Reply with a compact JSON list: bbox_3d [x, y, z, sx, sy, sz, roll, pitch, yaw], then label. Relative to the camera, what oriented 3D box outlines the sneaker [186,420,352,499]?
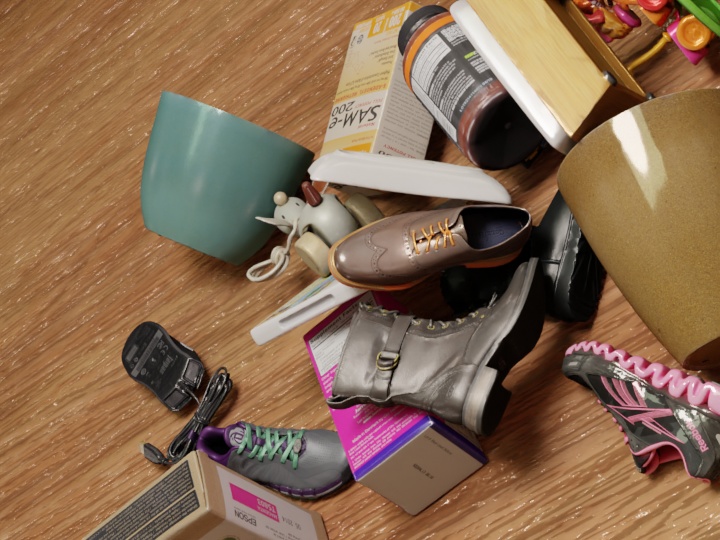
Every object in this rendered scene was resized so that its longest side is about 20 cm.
[{"bbox_3d":[-0.095,0.195,1.454,0.198,0.087,0.075,-9,58,39],"label":"sneaker"}]

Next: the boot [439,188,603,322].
[{"bbox_3d":[0.172,-0.036,1.376,0.161,0.073,0.201,3,70,43],"label":"boot"}]

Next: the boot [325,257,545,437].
[{"bbox_3d":[0.070,0.057,1.282,0.172,0.070,0.201,14,60,28],"label":"boot"}]

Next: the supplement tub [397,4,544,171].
[{"bbox_3d":[0.111,-0.199,1.432,0.107,0.107,0.201,-44,45,11],"label":"supplement tub"}]

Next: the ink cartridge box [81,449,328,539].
[{"bbox_3d":[-0.150,0.283,1.363,0.164,0.199,0.076,-38,44,17],"label":"ink cartridge box"}]

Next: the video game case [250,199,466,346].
[{"bbox_3d":[0.000,0.000,1.431,0.181,0.023,0.200,-28,7,43],"label":"video game case"}]

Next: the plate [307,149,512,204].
[{"bbox_3d":[0.046,-0.097,1.389,0.200,0.197,0.033,-117,34,-84],"label":"plate"}]

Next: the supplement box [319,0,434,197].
[{"bbox_3d":[0.027,-0.191,1.568,0.125,0.073,0.203,-7,66,58],"label":"supplement box"}]

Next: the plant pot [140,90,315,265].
[{"bbox_3d":[-0.174,-0.102,1.651,0.199,0.199,0.163,21,90,47],"label":"plant pot"}]

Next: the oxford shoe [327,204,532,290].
[{"bbox_3d":[0.066,-0.032,1.287,0.197,0.073,0.072,-13,76,-13],"label":"oxford shoe"}]

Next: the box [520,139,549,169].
[{"bbox_3d":[0.171,-0.217,1.517,0.137,0.040,0.200,-47,42,8],"label":"box"}]

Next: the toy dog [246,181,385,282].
[{"bbox_3d":[-0.062,-0.065,1.515,0.199,0.097,0.132,-6,36,49],"label":"toy dog"}]

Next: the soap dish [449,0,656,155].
[{"bbox_3d":[0.184,-0.194,1.275,0.081,0.157,0.201,-43,64,22],"label":"soap dish"}]

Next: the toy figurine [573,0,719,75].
[{"bbox_3d":[0.253,-0.223,1.364,0.184,0.200,0.150,-47,-4,24],"label":"toy figurine"}]

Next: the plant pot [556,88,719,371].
[{"bbox_3d":[0.291,-0.022,1.201,0.185,0.186,0.202,-28,64,25],"label":"plant pot"}]

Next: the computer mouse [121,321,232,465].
[{"bbox_3d":[-0.231,0.154,1.644,0.199,0.046,0.142,27,87,43],"label":"computer mouse"}]

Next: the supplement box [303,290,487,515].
[{"bbox_3d":[0.031,0.125,1.374,0.103,0.101,0.201,-38,44,16],"label":"supplement box"}]

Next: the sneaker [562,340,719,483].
[{"bbox_3d":[0.248,0.126,1.207,0.199,0.078,0.097,21,90,49],"label":"sneaker"}]
